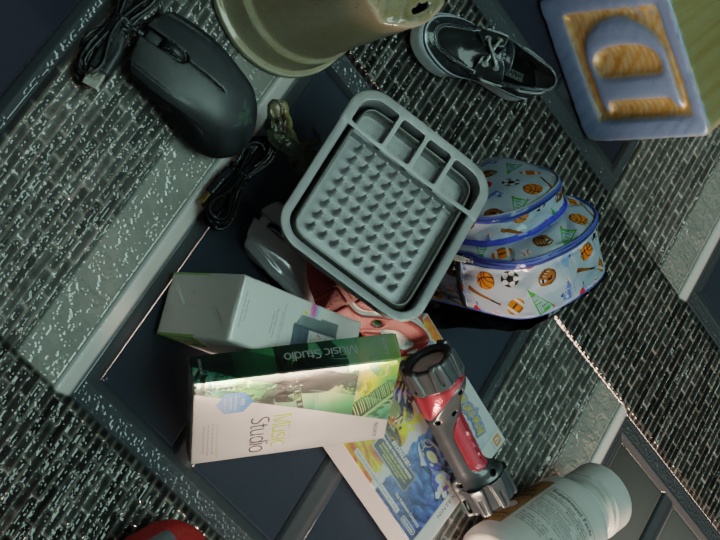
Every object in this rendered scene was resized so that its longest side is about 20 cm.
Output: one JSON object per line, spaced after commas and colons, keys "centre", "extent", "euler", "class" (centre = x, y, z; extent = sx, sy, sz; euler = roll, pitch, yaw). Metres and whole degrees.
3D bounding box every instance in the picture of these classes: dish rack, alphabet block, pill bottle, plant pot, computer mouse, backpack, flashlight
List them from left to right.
{"centre": [-0.167, -0.183, 1.529], "extent": [0.200, 0.053, 0.139], "euler": [41, 63, -30], "class": "computer mouse"}
{"centre": [-0.079, -0.030, 1.626], "extent": [0.110, 0.044, 0.200], "euler": [-53, 123, -29], "class": "computer mouse"}
{"centre": [-0.016, -0.297, 1.582], "extent": [0.200, 0.183, 0.201], "euler": [-2, 93, -42], "class": "plant pot"}
{"centre": [0.019, -0.060, 1.568], "extent": [0.172, 0.044, 0.200], "euler": [37, 60, -11], "class": "dish rack"}
{"centre": [0.111, 0.171, 1.726], "extent": [0.068, 0.068, 0.200], "euler": [-46, 118, -35], "class": "flashlight"}
{"centre": [0.166, -0.030, 1.734], "extent": [0.200, 0.190, 0.154], "euler": [-39, 134, -33], "class": "backpack"}
{"centre": [0.220, 0.304, 1.854], "extent": [0.200, 0.114, 0.115], "euler": [-27, 108, -38], "class": "pill bottle"}
{"centre": [0.370, -0.287, 1.923], "extent": [0.200, 0.195, 0.197], "euler": [-38, 117, -35], "class": "alphabet block"}

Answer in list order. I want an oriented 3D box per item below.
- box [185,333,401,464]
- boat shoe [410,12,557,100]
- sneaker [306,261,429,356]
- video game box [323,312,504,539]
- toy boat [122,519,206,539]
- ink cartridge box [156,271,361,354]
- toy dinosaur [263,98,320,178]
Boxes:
{"centre": [-0.067, 0.124, 1.533], "extent": [0.199, 0.145, 0.036], "euler": [-8, 54, -12], "class": "box"}
{"centre": [0.143, -0.240, 1.802], "extent": [0.200, 0.068, 0.072], "euler": [22, 77, -40], "class": "boat shoe"}
{"centre": [0.000, 0.000, 1.663], "extent": [0.200, 0.078, 0.116], "euler": [52, 22, -47], "class": "sneaker"}
{"centre": [0.057, 0.178, 1.752], "extent": [0.182, 0.047, 0.200], "euler": [-51, 122, -31], "class": "video game box"}
{"centre": [-0.163, 0.339, 1.502], "extent": [0.130, 0.131, 0.200], "euler": [-28, 109, -37], "class": "toy boat"}
{"centre": [-0.084, 0.062, 1.575], "extent": [0.200, 0.117, 0.067], "euler": [24, 75, -41], "class": "ink cartridge box"}
{"centre": [-0.019, -0.095, 1.611], "extent": [0.200, 0.047, 0.088], "euler": [51, 52, 2], "class": "toy dinosaur"}
